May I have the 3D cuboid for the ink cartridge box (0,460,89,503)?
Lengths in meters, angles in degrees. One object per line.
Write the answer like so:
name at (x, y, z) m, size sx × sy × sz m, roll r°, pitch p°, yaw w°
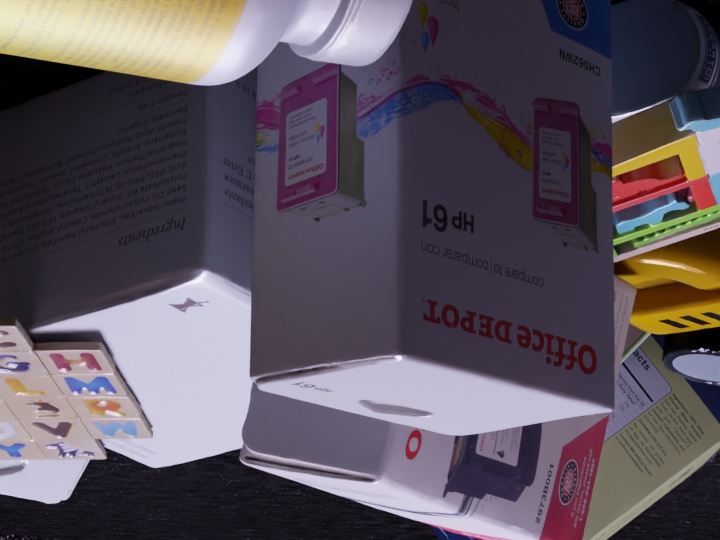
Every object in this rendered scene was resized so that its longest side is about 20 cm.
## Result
ink cartridge box at (-0.260, 0.046, 1.401) m, size 0.200 × 0.084 × 0.146 m, roll 39°, pitch -167°, yaw 37°

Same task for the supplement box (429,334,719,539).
supplement box at (0.141, 0.123, 1.599) m, size 0.199 × 0.134 × 0.200 m, roll -36°, pitch 170°, yaw -7°

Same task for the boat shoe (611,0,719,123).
boat shoe at (0.085, -0.075, 1.078) m, size 0.199 × 0.071 × 0.091 m, roll -6°, pitch 166°, yaw 29°

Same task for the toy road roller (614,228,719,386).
toy road roller at (0.205, -0.022, 1.203) m, size 0.146 × 0.124 × 0.199 m, roll 26°, pitch 156°, yaw -36°

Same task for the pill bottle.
pill bottle at (-0.083, -0.125, 0.787) m, size 0.199 × 0.113 × 0.112 m, roll 8°, pitch 166°, yaw -24°

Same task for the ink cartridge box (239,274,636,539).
ink cartridge box at (0.043, 0.047, 1.117) m, size 0.084 × 0.146 × 0.200 m, roll 7°, pitch 169°, yaw 35°

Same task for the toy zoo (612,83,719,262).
toy zoo at (0.157, -0.051, 1.050) m, size 0.131 × 0.021 × 0.200 m, roll -19°, pitch 165°, yaw 9°

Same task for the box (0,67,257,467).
box at (-0.094, -0.001, 1.190) m, size 0.199 × 0.131 × 0.199 m, roll -16°, pitch 151°, yaw 31°

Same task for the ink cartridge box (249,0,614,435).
ink cartridge box at (0.032, -0.043, 0.933) m, size 0.084 × 0.201 × 0.144 m, roll -9°, pitch 164°, yaw 40°

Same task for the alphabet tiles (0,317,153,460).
alphabet tiles at (-0.198, 0.064, 1.168) m, size 0.165 × 0.006 × 0.200 m, roll -1°, pitch 157°, yaw 7°

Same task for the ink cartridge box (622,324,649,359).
ink cartridge box at (0.129, 0.039, 1.404) m, size 0.067 × 0.117 × 0.200 m, roll 45°, pitch 157°, yaw 6°
